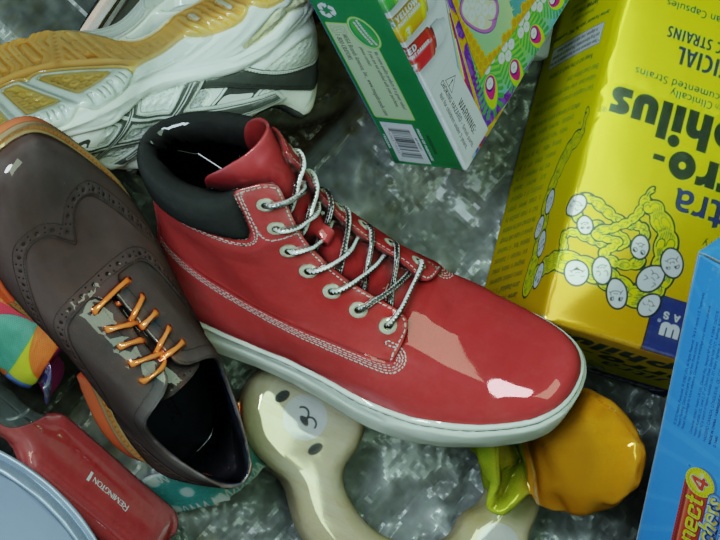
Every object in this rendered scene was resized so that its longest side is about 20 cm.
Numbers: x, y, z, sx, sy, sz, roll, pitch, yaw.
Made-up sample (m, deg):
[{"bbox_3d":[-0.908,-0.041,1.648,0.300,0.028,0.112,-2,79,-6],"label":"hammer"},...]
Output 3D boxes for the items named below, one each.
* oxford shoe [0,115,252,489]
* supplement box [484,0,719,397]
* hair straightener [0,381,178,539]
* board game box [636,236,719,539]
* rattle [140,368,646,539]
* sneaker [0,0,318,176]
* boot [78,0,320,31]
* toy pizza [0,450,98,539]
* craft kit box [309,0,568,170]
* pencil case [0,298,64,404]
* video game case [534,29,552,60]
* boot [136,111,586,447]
[{"bbox_3d":[-0.098,0.015,1.190,0.071,0.073,0.200,-44,132,-14],"label":"oxford shoe"},{"bbox_3d":[0.141,-0.052,1.325,0.109,0.110,0.200,17,80,-12],"label":"supplement box"},{"bbox_3d":[-0.172,0.070,1.244,0.200,0.077,0.041,39,63,-30],"label":"hair straightener"},{"bbox_3d":[0.209,0.042,1.253,0.056,0.200,0.196,31,42,28],"label":"board game box"},{"bbox_3d":[0.003,0.084,1.264,0.200,0.143,0.130,17,98,-18],"label":"rattle"},{"bbox_3d":[-0.103,-0.065,1.231,0.200,0.076,0.088,-25,129,-15],"label":"sneaker"},{"bbox_3d":[-0.060,-0.125,1.300,0.097,0.075,0.200,36,75,-5],"label":"boot"},{"bbox_3d":[-0.198,0.164,1.233,0.200,0.032,0.200,0,98,3],"label":"toy pizza"},{"bbox_3d":[0.040,-0.182,1.233,0.198,0.049,0.200,-61,141,-30],"label":"craft kit box"},{"bbox_3d":[-0.206,-0.018,1.248,0.200,0.088,0.088,30,78,-9],"label":"pencil case"},{"bbox_3d":[0.050,-0.210,1.295,0.182,0.023,0.200,12,87,-55],"label":"video game case"},{"bbox_3d":[0.000,0.000,1.202,0.200,0.144,0.072,18,61,13],"label":"boot"}]
